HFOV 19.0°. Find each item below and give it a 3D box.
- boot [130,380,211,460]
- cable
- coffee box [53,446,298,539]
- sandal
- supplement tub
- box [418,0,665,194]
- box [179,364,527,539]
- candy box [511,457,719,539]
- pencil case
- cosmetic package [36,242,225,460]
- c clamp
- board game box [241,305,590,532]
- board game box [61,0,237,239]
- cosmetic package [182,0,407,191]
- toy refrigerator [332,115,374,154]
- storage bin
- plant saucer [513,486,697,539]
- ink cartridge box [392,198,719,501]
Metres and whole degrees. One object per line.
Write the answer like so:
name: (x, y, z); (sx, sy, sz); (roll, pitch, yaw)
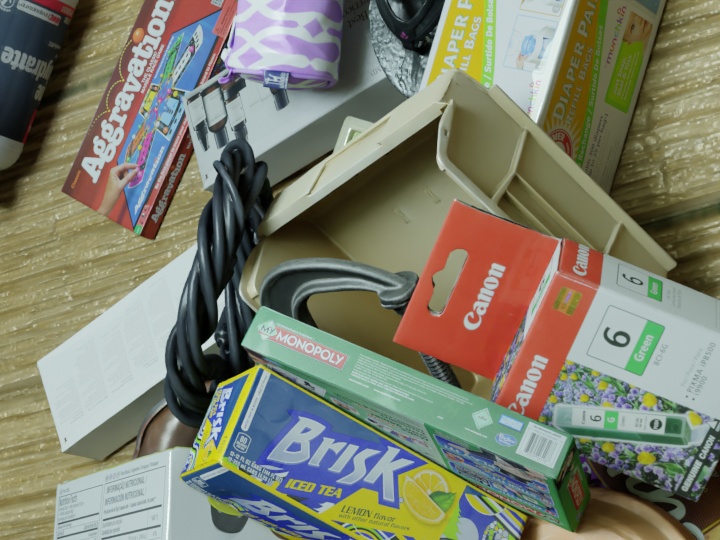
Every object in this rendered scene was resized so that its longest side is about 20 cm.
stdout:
boot: (-0.102, 0.196, 1.544); (0.187, 0.064, 0.200); (-51, 57, 15)
cable: (-0.095, 0.008, 1.435); (0.051, 0.200, 0.164); (17, 54, 11)
coffee box: (-0.075, 0.228, 1.385); (0.200, 0.199, 0.199); (-23, 62, 59)
sandal: (0.038, -0.212, 1.450); (0.075, 0.048, 0.201); (14, 109, 27)
supplement tub: (-0.324, -0.167, 1.758); (0.140, 0.140, 0.201); (22, 92, 39)
box: (0.118, -0.139, 1.431); (0.101, 0.112, 0.201); (15, 88, 37)
box: (-0.003, 0.136, 1.294); (0.064, 0.200, 0.070); (-28, 36, 59)
candy box: (0.172, 0.143, 1.350); (0.200, 0.056, 0.117); (-29, 62, 27)
pencil case: (-0.050, -0.221, 1.503); (0.085, 0.084, 0.201); (5, 87, 8)
cosmetic package: (-0.151, 0.058, 1.622); (0.200, 0.051, 0.083); (-35, 57, 26)
c clamp: (0.032, 0.063, 1.342); (0.170, 0.200, 0.027); (-9, 36, 39)
board game box: (0.036, 0.089, 1.271); (0.199, 0.135, 0.029); (22, 77, 17)
board game box: (-0.161, -0.135, 1.703); (0.103, 0.019, 0.201); (27, 95, 40)
cosmetic package: (-0.036, -0.134, 1.576); (0.200, 0.051, 0.083); (-30, 63, 27)
toy refrigerator: (0.000, 0.000, 1.511); (0.076, 0.070, 0.201); (20, 91, 39)
storage bin: (0.057, 0.003, 1.355); (0.200, 0.198, 0.094); (-33, 21, 43)
plant saucer: (0.131, 0.231, 1.306); (0.200, 0.032, 0.201); (-9, 74, 35)
ink cartridge box: (0.126, 0.046, 1.251); (0.199, 0.050, 0.109); (21, 118, -2)
